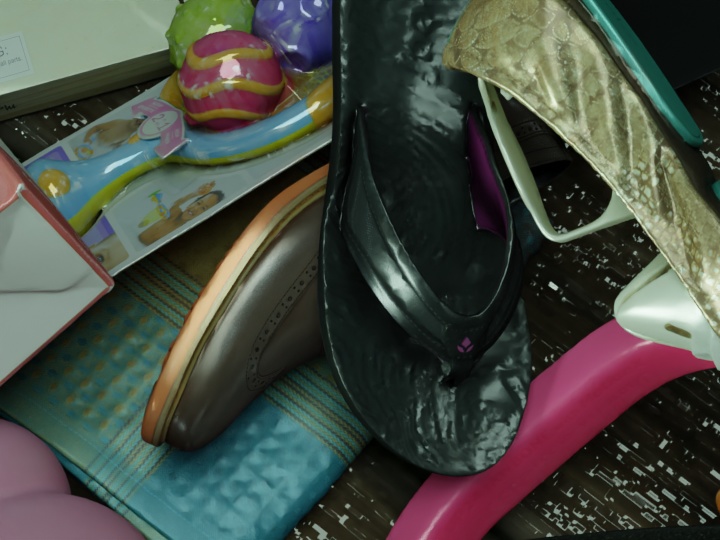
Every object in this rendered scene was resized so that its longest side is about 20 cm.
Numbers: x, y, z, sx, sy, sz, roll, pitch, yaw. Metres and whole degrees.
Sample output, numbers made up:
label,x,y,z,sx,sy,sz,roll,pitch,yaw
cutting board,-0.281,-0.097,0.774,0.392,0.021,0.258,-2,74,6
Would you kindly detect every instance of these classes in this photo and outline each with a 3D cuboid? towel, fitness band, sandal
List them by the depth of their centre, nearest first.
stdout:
label,x,y,z,sx,sy,sz,roll,pitch,yaw
fitness band,0.085,0.095,0.834,0.200,0.037,0.144,-41,43,10
sandal,0.022,-0.026,0.840,0.075,0.048,0.201,-6,93,-14
towel,-0.042,0.010,0.928,0.147,0.022,0.200,39,72,12

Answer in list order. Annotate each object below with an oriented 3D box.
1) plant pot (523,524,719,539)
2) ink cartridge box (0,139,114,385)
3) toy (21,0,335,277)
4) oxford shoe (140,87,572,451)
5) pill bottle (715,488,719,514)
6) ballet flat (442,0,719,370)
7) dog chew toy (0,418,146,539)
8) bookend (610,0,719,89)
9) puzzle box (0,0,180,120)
label,x,y,z,sx,sy,sz,roll,pitch,yaw
plant pot,0.073,0.185,0.683,0.177,0.200,0.200,12,31,37
ink cartridge box,-0.188,-0.027,0.872,0.116,0.068,0.200,-41,47,-2
toy,-0.054,-0.071,0.901,0.200,0.047,0.115,-35,33,-3
oxford shoe,0.000,0.000,0.886,0.073,0.071,0.200,40,71,9
pill bottle,0.189,0.155,0.827,0.106,0.106,0.200,-16,69,-6
ballet flat,0.098,-0.018,0.803,0.065,0.070,0.200,-40,75,15
dog chew toy,-0.111,0.135,0.832,0.124,0.125,0.200,-27,63,-10
bookend,0.059,-0.185,0.951,0.092,0.199,0.200,-24,115,-9
puzzle box,-0.179,-0.117,0.973,0.200,0.025,0.133,-15,70,-6
